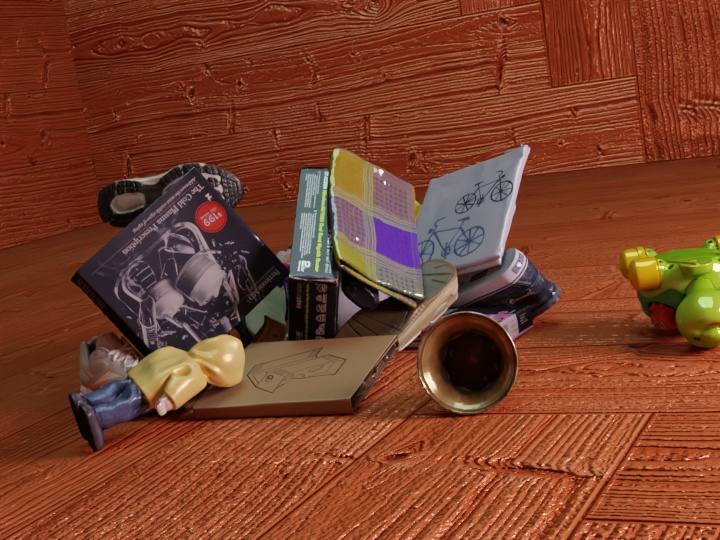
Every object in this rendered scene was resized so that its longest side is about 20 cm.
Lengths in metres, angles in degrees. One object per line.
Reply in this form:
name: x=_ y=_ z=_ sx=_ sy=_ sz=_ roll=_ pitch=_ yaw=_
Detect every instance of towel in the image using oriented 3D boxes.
towel: x=0.020 y=-0.059 z=1.421 sx=0.143 sy=0.200 sz=0.023 roll=28 pitch=-48 yaw=-29

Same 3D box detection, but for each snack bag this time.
snack bag: x=0.142 y=-0.072 z=1.568 sx=0.188 sy=0.021 sz=0.200 roll=-18 pitch=44 yaw=43

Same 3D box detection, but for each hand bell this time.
hand bell: x=0.132 y=0.095 z=1.241 sx=0.104 sy=0.104 sz=0.200 roll=-7 pitch=-3 yaw=15

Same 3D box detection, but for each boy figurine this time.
boy figurine: x=-0.224 y=0.127 z=1.275 sx=0.200 sy=0.065 sz=0.124 roll=-23 pitch=24 yaw=-27

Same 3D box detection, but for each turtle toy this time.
turtle toy: x=0.381 y=0.025 z=1.303 sx=0.145 sy=0.101 sz=0.200 roll=-8 pitch=10 yaw=7

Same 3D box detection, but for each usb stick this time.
usb stick: x=0.000 y=0.000 z=1.460 sx=0.033 sy=0.055 sz=0.200 roll=-48 pitch=12 yaw=13

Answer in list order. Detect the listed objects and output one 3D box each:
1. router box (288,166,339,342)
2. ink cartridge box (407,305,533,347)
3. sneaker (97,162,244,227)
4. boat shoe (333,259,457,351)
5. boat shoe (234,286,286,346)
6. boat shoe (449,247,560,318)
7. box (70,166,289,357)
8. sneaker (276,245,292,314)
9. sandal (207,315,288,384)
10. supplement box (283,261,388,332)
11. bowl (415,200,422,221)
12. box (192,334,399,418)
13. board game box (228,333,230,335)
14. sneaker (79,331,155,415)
router box: x=-0.056 y=-0.011 z=1.448 sx=0.062 sy=0.150 sz=0.200 roll=4 pitch=47 yaw=-1
ink cartridge box: x=0.115 y=0.074 z=1.482 sx=0.200 sy=0.037 sz=0.095 roll=-5 pitch=10 yaw=34
sneaker: x=-0.255 y=-0.104 z=1.562 sx=0.200 sy=0.077 sz=0.089 roll=-5 pitch=2 yaw=6
boat shoe: x=0.046 y=0.067 z=1.425 sx=0.073 sy=0.063 sz=0.201 roll=31 pitch=62 yaw=35
boat shoe: x=-0.151 y=0.074 z=1.666 sx=0.063 sy=0.074 sz=0.201 roll=-43 pitch=14 yaw=12
boat shoe: x=0.177 y=0.038 z=1.534 sx=0.200 sy=0.091 sz=0.071 roll=-24 pitch=32 yaw=56
box: x=-0.226 y=0.007 z=1.431 sx=0.200 sy=0.182 sz=0.104 roll=-45 pitch=8 yaw=-17
sneaker: x=-0.089 y=-0.021 z=1.795 sx=0.200 sy=0.080 sz=0.074 roll=-44 pitch=-23 yaw=11
sandal: x=-0.127 y=0.094 z=1.472 sx=0.211 sy=0.070 sz=0.078 roll=-10 pitch=9 yaw=-8
supplement box: x=-0.031 y=0.035 z=1.649 sx=0.103 sy=0.101 sz=0.200 roll=-13 pitch=10 yaw=-21
bowl: x=0.051 y=-0.018 z=1.729 sx=0.108 sy=0.200 sz=0.200 roll=-41 pitch=21 yaw=-19
box: x=-0.072 y=0.122 z=1.317 sx=0.200 sy=0.021 sz=0.164 roll=-5 pitch=21 yaw=23
board game box: x=-0.241 y=0.032 z=1.559 sx=0.103 sy=0.200 sz=0.105 roll=-11 pitch=10 yaw=-9
sneaker: x=-0.290 y=0.123 z=1.385 sx=0.200 sy=0.092 sz=0.076 roll=0 pitch=14 yaw=45
